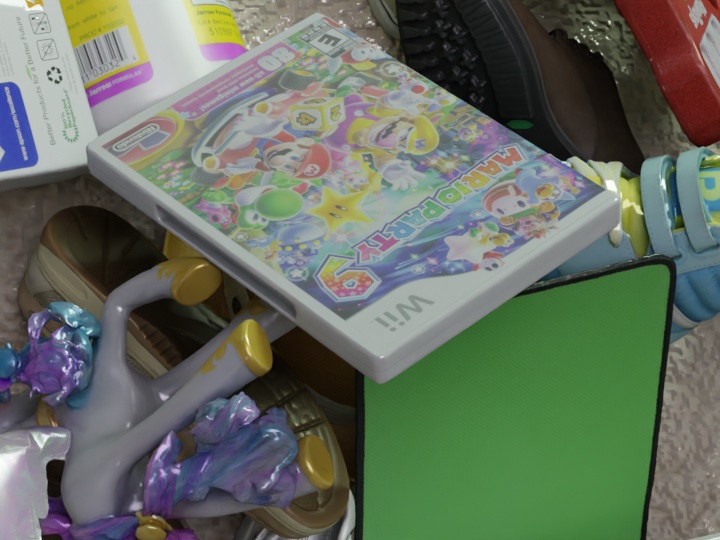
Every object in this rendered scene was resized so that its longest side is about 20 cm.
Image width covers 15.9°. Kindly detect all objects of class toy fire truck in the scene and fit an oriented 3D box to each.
[{"bbox_3d":[0.147,-0.152,1.297,0.112,0.200,0.169,-26,97,16],"label":"toy fire truck"}]

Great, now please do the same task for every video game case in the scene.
[{"bbox_3d":[-0.006,-0.038,1.134,0.143,0.018,0.200,-32,48,-28],"label":"video game case"}]

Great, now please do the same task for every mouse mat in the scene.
[{"bbox_3d":[0.071,0.085,1.222,0.160,0.201,0.008,-13,41,-17],"label":"mouse mat"}]

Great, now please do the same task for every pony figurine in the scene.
[{"bbox_3d":[-0.110,0.091,1.118,0.167,0.199,0.194,45,28,-41],"label":"pony figurine"}]

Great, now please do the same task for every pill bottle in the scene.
[{"bbox_3d":[-0.128,-0.156,1.259,0.104,0.104,0.201,-17,81,-18],"label":"pill bottle"}]

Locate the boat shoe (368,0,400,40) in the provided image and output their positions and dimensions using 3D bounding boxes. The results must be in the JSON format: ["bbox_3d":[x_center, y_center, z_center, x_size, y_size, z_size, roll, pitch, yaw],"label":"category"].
[{"bbox_3d":[0.013,-0.218,1.332,0.072,0.062,0.201,-19,82,-18],"label":"boat shoe"}]

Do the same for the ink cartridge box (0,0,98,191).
[{"bbox_3d":[-0.212,-0.075,1.143,0.199,0.037,0.095,-12,83,-42],"label":"ink cartridge box"}]

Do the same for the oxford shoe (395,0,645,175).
[{"bbox_3d":[0.082,-0.094,1.299,0.201,0.072,0.085,57,44,-26],"label":"oxford shoe"}]

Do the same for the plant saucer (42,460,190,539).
[{"bbox_3d":[-0.166,0.170,1.190,0.199,0.035,0.202,2,69,-5],"label":"plant saucer"}]

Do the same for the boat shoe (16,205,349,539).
[{"bbox_3d":[-0.086,0.058,1.220,0.200,0.065,0.072,44,36,14],"label":"boat shoe"}]

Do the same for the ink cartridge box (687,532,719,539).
[{"bbox_3d":[0.101,0.184,1.209,0.199,0.146,0.086,-10,77,-16],"label":"ink cartridge box"}]

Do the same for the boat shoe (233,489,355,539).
[{"bbox_3d":[-0.052,0.186,1.210,0.070,0.069,0.201,21,72,-8],"label":"boat shoe"}]

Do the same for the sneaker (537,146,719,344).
[{"bbox_3d":[0.110,-0.036,1.214,0.200,0.130,0.080,34,44,-33],"label":"sneaker"}]

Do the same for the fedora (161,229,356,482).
[{"bbox_3d":[0.000,0.000,1.263,0.199,0.082,0.202,4,75,-14],"label":"fedora"}]
